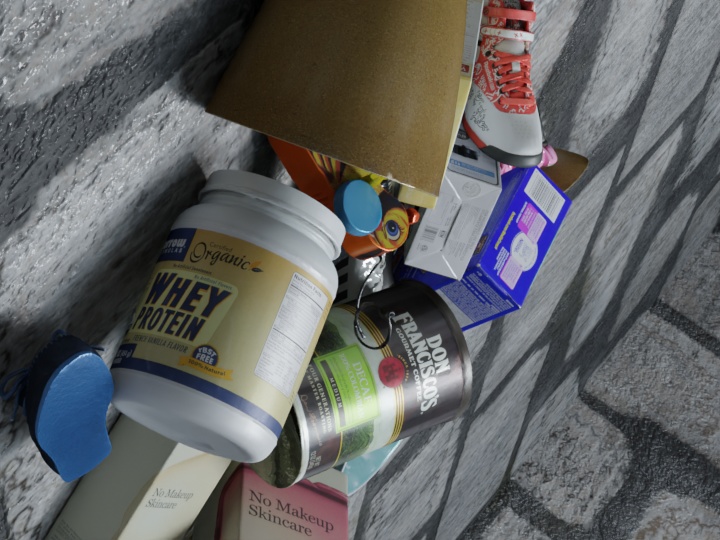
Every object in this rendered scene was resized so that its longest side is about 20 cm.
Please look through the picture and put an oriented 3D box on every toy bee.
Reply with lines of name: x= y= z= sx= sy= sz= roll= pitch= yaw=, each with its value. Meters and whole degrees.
toy bee: x=-0.005 y=-0.050 z=1.384 sx=0.109 sy=0.130 sz=0.201 roll=-31 pitch=119 yaw=-47

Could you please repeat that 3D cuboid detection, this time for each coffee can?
coffee can: x=-0.014 y=0.106 z=1.540 sx=0.199 sy=0.147 sz=0.147 roll=-19 pitch=146 yaw=-31

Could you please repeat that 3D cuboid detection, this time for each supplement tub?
supplement tub: x=-0.103 y=0.036 z=1.276 sx=0.145 sy=0.143 sz=0.201 roll=74 pitch=35 yaw=-69

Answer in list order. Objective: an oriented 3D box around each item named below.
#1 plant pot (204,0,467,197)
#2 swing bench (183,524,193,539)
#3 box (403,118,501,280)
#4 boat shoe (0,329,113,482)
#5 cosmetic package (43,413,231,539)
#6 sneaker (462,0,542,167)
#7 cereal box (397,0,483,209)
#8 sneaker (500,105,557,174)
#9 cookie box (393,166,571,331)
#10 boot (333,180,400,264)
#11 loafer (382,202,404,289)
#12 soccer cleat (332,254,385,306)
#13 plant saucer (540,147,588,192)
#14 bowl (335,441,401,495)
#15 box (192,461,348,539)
plant pot: x=0.002 y=-0.180 z=1.195 sx=0.201 sy=0.185 sz=0.186 roll=-71 pitch=162 yaw=4
swing bench: x=-0.153 y=0.336 z=1.677 sx=0.200 sy=0.198 sz=0.130 roll=-32 pitch=154 yaw=-52
box: x=0.088 y=-0.098 z=1.579 sx=0.201 sy=0.060 sz=0.117 roll=-88 pitch=-163 yaw=-56
boat shoe: x=-0.237 y=0.100 z=1.226 sx=0.084 sy=0.069 sz=0.200 roll=-30 pitch=159 yaw=-27
cosmetic package: x=-0.195 y=0.196 z=1.482 sx=0.201 sy=0.073 sz=0.103 roll=-57 pitch=151 yaw=10
sneaker: x=0.136 y=-0.193 z=1.534 sx=0.067 sy=0.202 sz=0.108 roll=4 pitch=128 yaw=-17
cereal box: x=0.076 y=-0.171 z=1.447 sx=0.201 sy=0.039 sz=0.145 roll=-77 pitch=-179 yaw=-51
sneaker: x=0.141 y=-0.150 z=1.808 sx=0.199 sy=0.079 sz=0.096 roll=-15 pitch=101 yaw=-47
cookie box: x=0.113 y=-0.011 z=1.749 sx=0.199 sy=0.075 sz=0.172 roll=-25 pitch=-153 yaw=47
boot: x=-0.032 y=-0.060 z=1.470 sx=0.154 sy=0.073 sz=0.204 roll=-49 pitch=162 yaw=-9
loafer: x=0.011 y=0.008 z=1.719 sx=0.201 sy=0.072 sz=0.073 roll=-57 pitch=163 yaw=4
soccer cleat: x=0.000 y=0.000 z=1.649 sx=0.201 sy=0.085 sz=0.069 roll=-57 pitch=163 yaw=8
plant saucer: x=0.179 y=-0.094 z=1.928 sx=0.199 sy=0.036 sz=0.200 roll=-32 pitch=-169 yaw=7
bowl: x=-0.005 y=0.158 z=1.911 sx=0.201 sy=0.105 sz=0.201 roll=-49 pitch=163 yaw=-20
box: x=-0.089 y=0.282 z=1.571 sx=0.109 sy=0.127 sz=0.201 roll=-54 pitch=-157 yaw=33
